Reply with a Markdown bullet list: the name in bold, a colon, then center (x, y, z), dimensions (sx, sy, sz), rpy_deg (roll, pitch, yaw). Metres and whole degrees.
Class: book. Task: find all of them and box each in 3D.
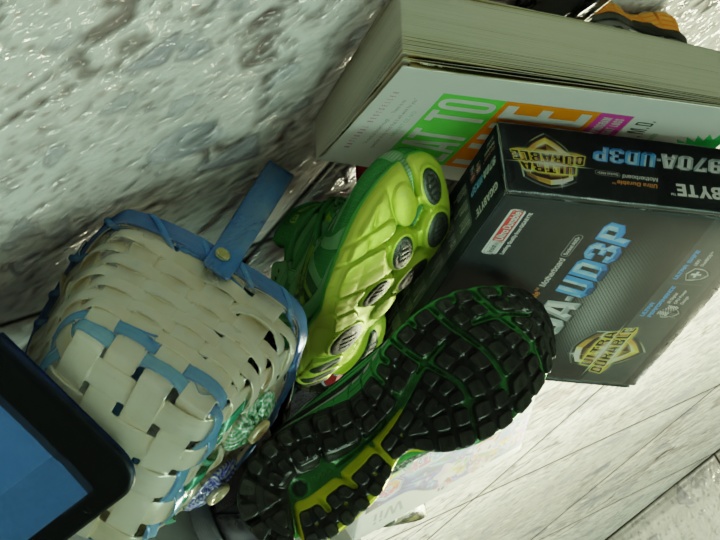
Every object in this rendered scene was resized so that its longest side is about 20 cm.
- **book**: center (0.091, -0.085, 1.230), dimensions (0.200, 0.048, 0.134), rpy_deg (7, 155, -19)

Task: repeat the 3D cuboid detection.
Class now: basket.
- **basket**: center (-0.108, 0.047, 1.249), dimensions (0.176, 0.139, 0.200), rpy_deg (-57, -173, 37)

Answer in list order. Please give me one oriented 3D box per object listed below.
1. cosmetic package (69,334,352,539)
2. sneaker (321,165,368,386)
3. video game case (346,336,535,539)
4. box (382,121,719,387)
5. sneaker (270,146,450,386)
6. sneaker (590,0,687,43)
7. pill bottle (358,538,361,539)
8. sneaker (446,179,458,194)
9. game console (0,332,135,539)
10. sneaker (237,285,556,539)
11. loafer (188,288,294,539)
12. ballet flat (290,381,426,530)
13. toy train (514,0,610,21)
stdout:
- **cosmetic package**: center (-0.139, 0.158, 1.406), dimensions (0.165, 0.200, 0.165), rpy_deg (-43, 162, 34)
- **sneaker**: center (0.000, 0.000, 1.376), dimensions (0.112, 0.071, 0.200), rpy_deg (-26, 142, -3)
- **video game case**: center (0.059, 0.079, 1.450), dimensions (0.143, 0.018, 0.200), rpy_deg (-26, 149, -27)
- **box**: center (0.116, -0.004, 1.281), dimensions (0.159, 0.046, 0.200), rpy_deg (6, 149, -18)
- **sneaker**: center (-0.014, -0.009, 1.275), dimensions (0.074, 0.084, 0.200), rpy_deg (-23, 159, -31)
- **sneaker**: center (0.153, -0.112, 1.391), dimensions (0.078, 0.077, 0.200), rpy_deg (-41, 162, 35)
- **pill bottle**: center (-0.069, 0.177, 1.606), dimensions (0.113, 0.200, 0.113), rpy_deg (-28, 168, -7)
- **sneaker**: center (0.137, -0.051, 1.411), dimensions (0.200, 0.073, 0.114), rpy_deg (13, -168, 42)
- **game console**: center (-0.246, 0.109, 1.150), dimensions (0.200, 0.118, 0.171), rpy_deg (-39, 161, 32)
- **sneaker**: center (0.015, 0.071, 1.249), dimensions (0.200, 0.078, 0.085), rpy_deg (-32, -172, -6)
- **loafer**: center (-0.059, 0.080, 1.355), dimensions (0.063, 0.200, 0.072), rpy_deg (-19, 135, 20)
- **ballet flat**: center (-0.016, 0.133, 1.517), dimensions (0.072, 0.072, 0.200), rpy_deg (-33, 140, 0)
- **toy train**: center (0.157, -0.183, 1.260), dimensions (0.200, 0.034, 0.046), rpy_deg (-38, 177, 16)
